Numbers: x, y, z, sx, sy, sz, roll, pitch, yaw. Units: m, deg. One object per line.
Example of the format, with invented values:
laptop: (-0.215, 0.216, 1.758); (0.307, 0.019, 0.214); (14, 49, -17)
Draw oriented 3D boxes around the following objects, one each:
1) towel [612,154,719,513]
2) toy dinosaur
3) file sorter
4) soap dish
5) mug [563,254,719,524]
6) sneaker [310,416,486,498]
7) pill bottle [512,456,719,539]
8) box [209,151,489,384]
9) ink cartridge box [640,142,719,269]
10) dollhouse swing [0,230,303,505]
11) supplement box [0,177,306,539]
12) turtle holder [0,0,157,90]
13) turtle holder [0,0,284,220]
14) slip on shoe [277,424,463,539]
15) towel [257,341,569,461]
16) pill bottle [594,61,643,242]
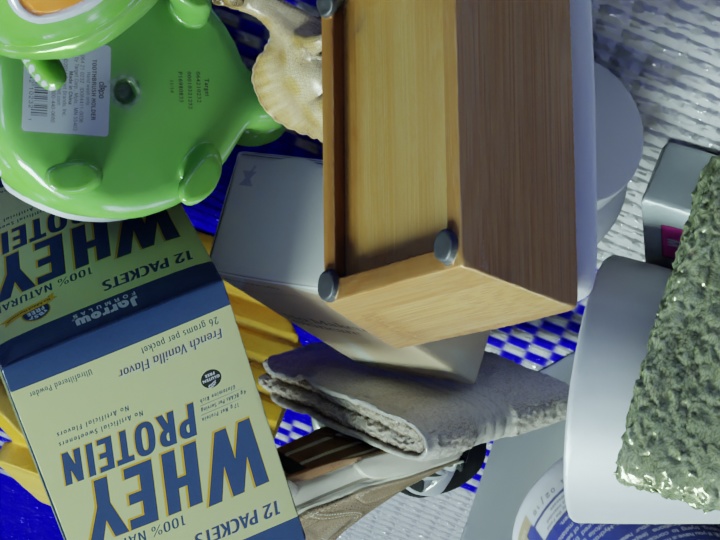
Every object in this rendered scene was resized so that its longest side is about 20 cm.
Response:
towel: (0.223, 0.037, 1.364); (0.148, 0.201, 0.036); (19, 174, 9)
toy dinosaur: (-0.010, -0.096, 1.419); (0.101, 0.058, 0.201); (-20, 105, 33)
file sorter: (0.169, 0.141, 1.735); (0.124, 0.139, 0.200); (24, 158, -12)
soap dish: (0.043, -0.071, 1.285); (0.081, 0.201, 0.157); (4, 170, -31)
mug: (0.206, 0.065, 1.459); (0.152, 0.187, 0.150); (7, 123, 15)
sneaker: (0.053, 0.116, 1.843); (0.088, 0.075, 0.200); (-6, 166, 30)
pill bottle: (0.178, 0.197, 1.509); (0.120, 0.120, 0.200); (39, -170, -36)
box: (0.000, 0.000, 1.600); (0.095, 0.078, 0.200); (9, 166, 33)
ink cartridge box: (0.249, 0.012, 1.486); (0.173, 0.044, 0.200); (18, 158, 16)
dollhouse swing: (-0.147, 0.050, 1.745); (0.181, 0.201, 0.176); (18, 157, 12)
supplement box: (-0.143, 0.059, 1.559); (0.200, 0.134, 0.201); (-123, 14, -55)
turtle holder: (-0.168, -0.199, 1.308); (0.140, 0.186, 0.132); (-20, 144, 13)
turtle holder: (-0.134, -0.105, 1.475); (0.132, 0.185, 0.142); (-4, 113, 64)
slip on shoe: (-0.026, 0.144, 1.660); (0.076, 0.199, 0.061); (24, 127, 59)
towel: (0.034, 0.075, 1.706); (0.132, 0.035, 0.200); (-14, -160, -34)
pill bottle: (0.079, -0.045, 1.425); (0.111, 0.112, 0.200); (26, 158, -8)
